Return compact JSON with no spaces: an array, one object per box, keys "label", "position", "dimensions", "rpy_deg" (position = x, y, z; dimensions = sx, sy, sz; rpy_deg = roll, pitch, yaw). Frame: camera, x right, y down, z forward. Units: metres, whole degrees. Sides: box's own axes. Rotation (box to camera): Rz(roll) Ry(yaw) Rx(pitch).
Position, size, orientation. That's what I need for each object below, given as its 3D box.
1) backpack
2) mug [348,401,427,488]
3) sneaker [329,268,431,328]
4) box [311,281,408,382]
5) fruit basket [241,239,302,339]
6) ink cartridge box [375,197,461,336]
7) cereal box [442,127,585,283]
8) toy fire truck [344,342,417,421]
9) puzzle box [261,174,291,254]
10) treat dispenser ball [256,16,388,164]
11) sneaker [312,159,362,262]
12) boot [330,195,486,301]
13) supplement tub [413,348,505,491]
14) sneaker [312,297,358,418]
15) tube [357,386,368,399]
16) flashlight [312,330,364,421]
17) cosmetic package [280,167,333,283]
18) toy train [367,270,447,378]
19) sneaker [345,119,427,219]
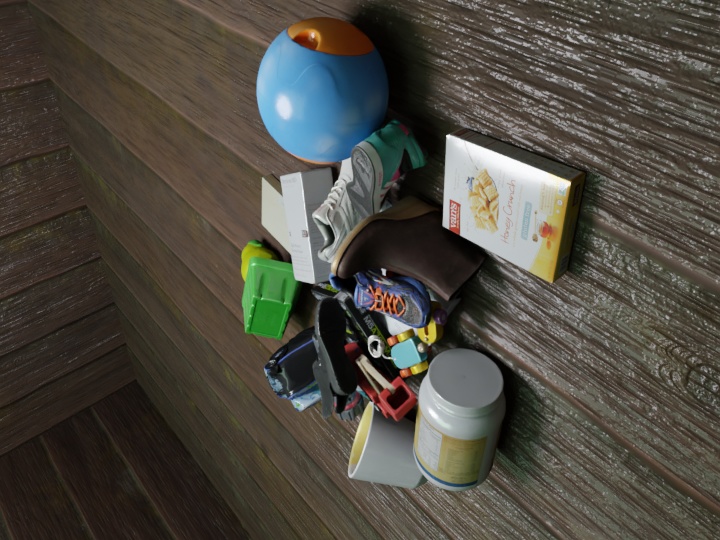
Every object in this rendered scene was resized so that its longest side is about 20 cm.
[{"label":"backpack","position":[-0.122,0.220,1.361],"dimensions":[0.150,0.180,0.199],"rpy_deg":[60,159,-4]},{"label":"mug","position":[0.070,0.348,1.225],"dimensions":[0.149,0.188,0.153],"rpy_deg":[19,117,-4]},{"label":"sneaker","position":[0.027,0.040,0.941],"dimensions":[0.197,0.077,0.078],"rpy_deg":[25,122,38]},{"label":"box","position":[-0.001,0.112,1.155],"dimensions":[0.195,0.047,0.199],"rpy_deg":[55,165,-16]},{"label":"fruit basket","position":[-0.214,0.027,1.427],"dimensions":[0.215,0.150,0.223],"rpy_deg":[-168,90,-80]},{"label":"ink cartridge box","position":[0.077,0.010,1.037],"dimensions":[0.200,0.040,0.202],"rpy_deg":[48,133,18]},{"label":"cereal box","position":[0.194,-0.091,0.813],"dimensions":[0.198,0.039,0.148],"rpy_deg":[32,136,40]},{"label":"toy fire truck","position":[0.023,0.192,1.074],"dimensions":[0.200,0.048,0.142],"rpy_deg":[44,165,31]},{"label":"puzzle box","position":[-0.148,-0.098,1.311],"dimensions":[0.200,0.025,0.135],"rpy_deg":[44,143,28]},{"label":"treat dispenser ball","position":[-0.055,-0.262,0.896],"dimensions":[0.199,0.198,0.206],"rpy_deg":[33,138,36]},{"label":"sneaker","position":[-0.032,-0.108,1.026],"dimensions":[0.077,0.097,0.207],"rpy_deg":[-5,81,61]},{"label":"boot","position":[0.072,-0.015,0.897],"dimensions":[0.166,0.198,0.073],"rpy_deg":[43,155,22]},{"label":"supplement tub","position":[0.162,0.247,1.007],"dimensions":[0.143,0.143,0.205],"rpy_deg":[34,138,36]},{"label":"sneaker","position":[-0.057,0.157,1.083],"dimensions":[0.104,0.059,0.206],"rpy_deg":[-25,79,60]},{"label":"tube","position":[0.019,0.241,1.254],"dimensions":[0.078,0.050,0.201],"rpy_deg":[52,174,24]},{"label":"flashlight","position":[-0.047,0.211,1.245],"dimensions":[0.067,0.067,0.205],"rpy_deg":[30,144,55]},{"label":"cosmetic package","position":[-0.092,-0.086,1.153],"dimensions":[0.101,0.072,0.207],"rpy_deg":[6,107,60]},{"label":"toy train","position":[0.081,0.072,0.995],"dimensions":[0.149,0.055,0.205],"rpy_deg":[37,128,34]},{"label":"sneaker","position":[0.042,-0.156,0.921],"dimensions":[0.084,0.119,0.201],"rpy_deg":[52,165,12]}]
